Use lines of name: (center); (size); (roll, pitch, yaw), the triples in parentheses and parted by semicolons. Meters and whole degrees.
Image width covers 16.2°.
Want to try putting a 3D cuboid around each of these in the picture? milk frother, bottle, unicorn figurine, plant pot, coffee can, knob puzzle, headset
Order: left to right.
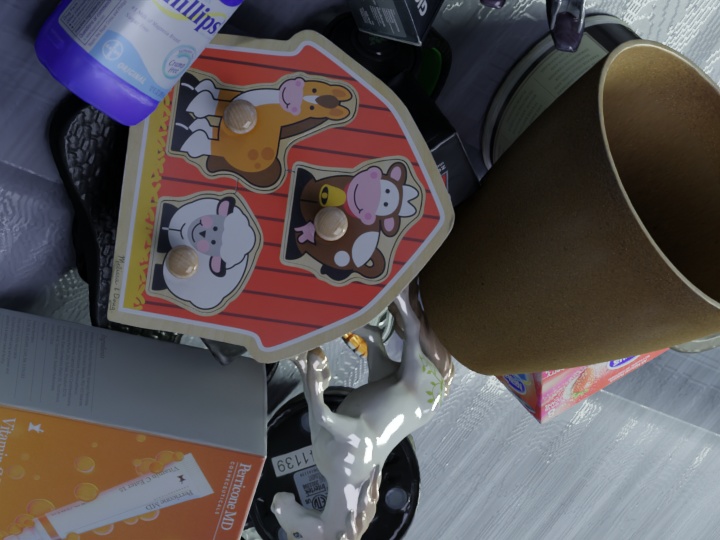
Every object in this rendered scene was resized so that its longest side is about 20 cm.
bottle: (-0.098, -0.179, 1.440); (0.200, 0.065, 0.083); (-49, 141, 7)
milk frother: (-0.049, 0.099, 1.729); (0.179, 0.202, 0.188); (-1, 179, -1)
knob puzzle: (-0.042, -0.044, 1.491); (0.219, 0.220, 0.030); (-42, -179, -3)
headset: (-0.023, -0.115, 1.596); (0.124, 0.094, 0.199); (-54, 159, 24)
unicorn figurine: (-0.005, 0.094, 1.586); (0.199, 0.074, 0.138); (-33, 112, -26)
plant pot: (0.138, -0.014, 1.584); (0.199, 0.188, 0.186); (-32, 155, 35)
coffee can: (0.199, -0.062, 1.742); (0.146, 0.200, 0.147); (-27, 142, -23)

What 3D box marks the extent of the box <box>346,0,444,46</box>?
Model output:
box: (0.025, -0.254, 1.449); (0.160, 0.046, 0.200); (-63, 152, -24)

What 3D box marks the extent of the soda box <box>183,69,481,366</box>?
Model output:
soda box: (-0.028, -0.032, 1.550); (0.199, 0.063, 0.071); (-35, 146, -3)

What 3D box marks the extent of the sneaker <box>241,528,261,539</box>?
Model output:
sneaker: (-0.056, 0.265, 1.922); (0.199, 0.080, 0.147); (7, 116, -55)

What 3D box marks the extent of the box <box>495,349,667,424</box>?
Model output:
box: (0.186, 0.012, 1.896); (0.199, 0.095, 0.103); (-29, 142, -20)

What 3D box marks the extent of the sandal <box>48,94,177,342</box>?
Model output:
sandal: (-0.150, -0.032, 1.566); (0.075, 0.048, 0.202); (-25, 128, -23)

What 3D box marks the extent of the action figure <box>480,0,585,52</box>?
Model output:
action figure: (0.121, -0.218, 1.453); (0.200, 0.129, 0.070); (105, 3, -57)

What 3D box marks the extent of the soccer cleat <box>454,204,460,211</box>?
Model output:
soccer cleat: (0.113, 0.002, 1.725); (0.068, 0.199, 0.073); (-53, 150, -9)

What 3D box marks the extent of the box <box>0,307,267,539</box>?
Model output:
box: (-0.167, 0.112, 1.561); (0.198, 0.098, 0.125); (11, 124, -10)

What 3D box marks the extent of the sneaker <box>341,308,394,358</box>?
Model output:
sneaker: (0.000, 0.000, 1.680); (0.077, 0.078, 0.200); (-38, 163, 3)
